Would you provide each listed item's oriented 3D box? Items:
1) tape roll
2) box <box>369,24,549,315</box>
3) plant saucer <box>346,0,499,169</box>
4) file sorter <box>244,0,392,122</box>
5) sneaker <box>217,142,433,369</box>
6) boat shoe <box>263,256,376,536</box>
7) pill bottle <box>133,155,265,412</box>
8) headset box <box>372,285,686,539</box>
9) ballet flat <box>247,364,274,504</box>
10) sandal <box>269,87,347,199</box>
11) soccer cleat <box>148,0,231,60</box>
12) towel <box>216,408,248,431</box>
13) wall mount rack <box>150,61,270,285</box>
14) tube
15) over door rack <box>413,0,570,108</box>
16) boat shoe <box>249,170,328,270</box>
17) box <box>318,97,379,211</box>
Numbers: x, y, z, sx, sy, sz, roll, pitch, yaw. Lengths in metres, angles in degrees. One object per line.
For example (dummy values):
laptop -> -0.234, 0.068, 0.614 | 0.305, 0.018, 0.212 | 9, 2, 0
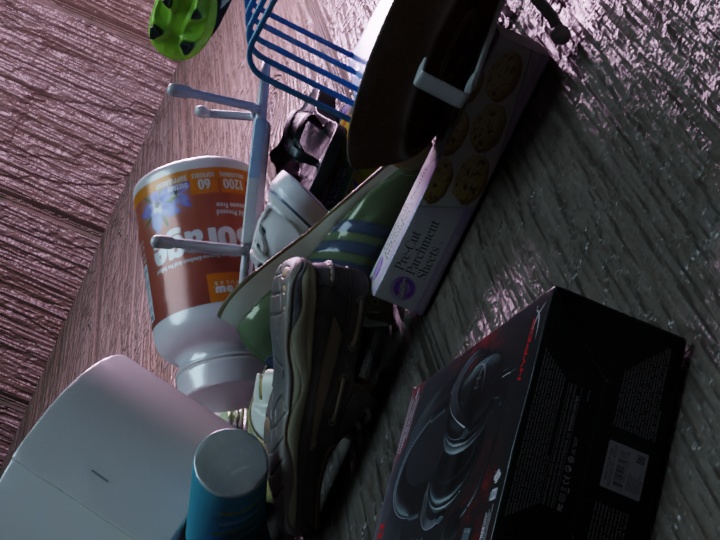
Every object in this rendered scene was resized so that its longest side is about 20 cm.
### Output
tape roll -> -0.181, 0.184, 1.687 | 0.203, 0.139, 0.203 | -53, -15, -21
box -> 0.065, -0.068, 1.478 | 0.200, 0.041, 0.039 | -63, 12, 16
plant saucer -> 0.051, -0.151, 1.438 | 0.201, 0.034, 0.200 | -59, -13, -23
file sorter -> -0.012, -0.209, 1.656 | 0.139, 0.122, 0.200 | -60, 14, 18
sneaker -> 0.000, 0.000, 1.580 | 0.200, 0.090, 0.067 | -40, -9, -8
boat shoe -> -0.024, 0.090, 1.517 | 0.075, 0.073, 0.201 | -122, 33, -67
pill bottle -> -0.126, 0.013, 1.871 | 0.112, 0.112, 0.201 | 133, 130, -59
headset box -> 0.068, 0.114, 1.067 | 0.200, 0.077, 0.149 | -40, 31, 62
ballet flat -> -0.045, 0.070, 1.619 | 0.201, 0.071, 0.071 | -69, 12, -19
sandal -> -0.050, -0.103, 1.794 | 0.201, 0.048, 0.076 | -106, 40, -71
soccer cleat -> -0.108, -0.256, 1.713 | 0.200, 0.067, 0.081 | -59, 1, 24
towel -> -0.127, 0.192, 1.894 | 0.200, 0.031, 0.150 | -99, 30, -63
wall mount rack -> -0.114, -0.074, 1.734 | 0.174, 0.074, 0.201 | 58, -143, -88
tube -> -0.096, 0.173, 1.568 | 0.200, 0.077, 0.051 | 100, 150, -64
over door rack -> 0.123, -0.192, 1.349 | 0.200, 0.067, 0.148 | -52, -4, -46
boat shoe -> -0.052, -0.014, 1.705 | 0.065, 0.074, 0.200 | -43, -18, -10
box -> -0.016, -0.077, 1.829 | 0.200, 0.048, 0.118 | 148, 143, -74
